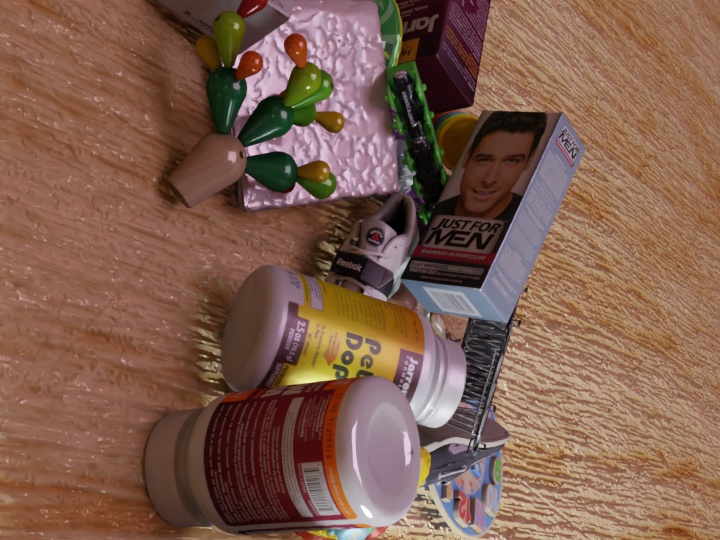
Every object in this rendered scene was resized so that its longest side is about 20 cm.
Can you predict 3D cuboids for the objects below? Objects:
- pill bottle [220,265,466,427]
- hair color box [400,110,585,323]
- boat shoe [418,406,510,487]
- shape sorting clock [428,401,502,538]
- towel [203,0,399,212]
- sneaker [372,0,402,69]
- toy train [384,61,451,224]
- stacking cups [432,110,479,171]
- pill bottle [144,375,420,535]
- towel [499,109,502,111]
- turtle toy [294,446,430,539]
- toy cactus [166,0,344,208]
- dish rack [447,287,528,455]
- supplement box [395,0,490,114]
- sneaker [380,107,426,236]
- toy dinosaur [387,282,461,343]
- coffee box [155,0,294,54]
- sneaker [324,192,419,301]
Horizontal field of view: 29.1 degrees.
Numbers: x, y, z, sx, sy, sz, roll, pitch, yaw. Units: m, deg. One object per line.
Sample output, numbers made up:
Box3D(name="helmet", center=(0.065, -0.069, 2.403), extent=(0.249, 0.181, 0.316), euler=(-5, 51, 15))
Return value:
Box3D(name="pill bottle", center=(-0.012, 0.073, 1.182), extent=(0.198, 0.109, 0.111), euler=(17, 64, -25))
Box3D(name="hair color box", center=(0.127, -0.055, 1.319), extent=(0.061, 0.098, 0.202), euler=(47, 61, -41))
Box3D(name="boat shoe", center=(0.074, 0.184, 1.404), extent=(0.198, 0.072, 0.063), euler=(-2, 118, -47))
Box3D(name="shape sorting clock", center=(0.113, 0.189, 1.513), extent=(0.199, 0.039, 0.203), euler=(23, 63, -56))
Box3D(name="towel", center=(-0.051, -0.156, 1.276), extent=(0.198, 0.032, 0.194), euler=(-8, 90, -43))
Box3D(name="sneaker", center=(-0.005, -0.213, 1.382), extent=(0.083, 0.073, 0.203), euler=(32, 55, -57))
Box3D(name="toy train", center=(0.064, -0.110, 1.357), extent=(0.057, 0.041, 0.202), euler=(-90, 164, -57))
Box3D(name="stacking cups", center=(0.103, -0.141, 1.489), extent=(0.200, 0.060, 0.061), euler=(-100, 176, -81))
Box3D(name="pill bottle", center=(-0.062, 0.144, 1.059), extent=(0.109, 0.198, 0.111), euler=(23, 63, -55))
Box3D(name="towel", center=(0.131, -0.066, 1.519), extent=(0.200, 0.021, 0.149), euler=(111, -19, -69))
Box3D(name="turtle toy", center=(-0.019, 0.183, 1.205), extent=(0.200, 0.144, 0.103), euler=(21, 86, -72))
Box3D(name="toy cactus", center=(-0.095, -0.122, 1.159), extent=(0.165, 0.102, 0.201), euler=(-40, 139, -12))
Box3D(name="dish rack", center=(0.121, 0.088, 1.374), extent=(0.200, 0.054, 0.156), euler=(-57, 160, -72))
Box3D(name="supplement box", center=(0.070, -0.266, 1.489), extent=(0.086, 0.109, 0.202), euler=(48, 43, -43))
Box3D(name="sneaker", center=(0.054, -0.097, 1.479), extent=(0.100, 0.074, 0.202), euler=(-92, 156, -61))
Box3D(name="toy dinosaur", center=(0.040, 0.021, 1.398), extent=(0.198, 0.085, 0.137), euler=(-10, 80, -43))
Box3D(name="coffee box", center=(-0.107, -0.306, 1.194), extent=(0.114, 0.079, 0.202), euler=(30, 55, -31))
Box3D(name="sneaker", center=(0.000, 0.000, 1.299), extent=(0.201, 0.073, 0.089), euler=(-59, 160, -44))
